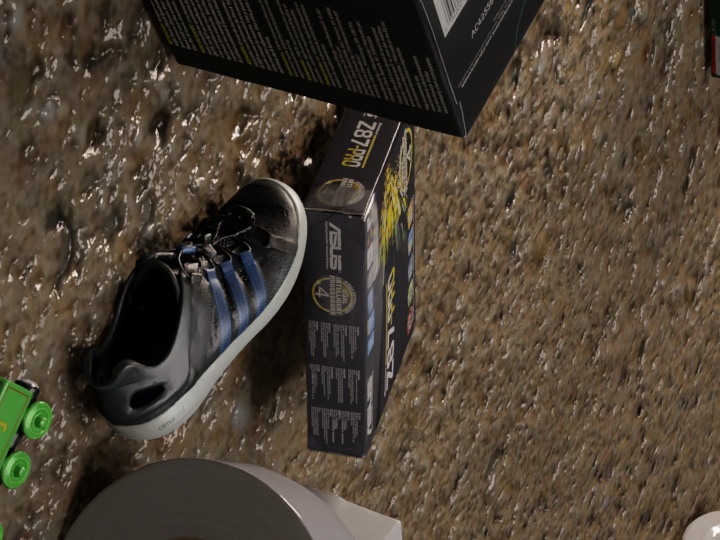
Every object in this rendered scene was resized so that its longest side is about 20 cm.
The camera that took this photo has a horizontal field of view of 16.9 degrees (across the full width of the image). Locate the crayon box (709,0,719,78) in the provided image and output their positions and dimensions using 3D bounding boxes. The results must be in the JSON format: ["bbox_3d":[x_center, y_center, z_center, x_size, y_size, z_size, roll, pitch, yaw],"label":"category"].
[{"bbox_3d":[0.382,-0.302,2.254,0.173,0.058,0.201,-52,147,-38],"label":"crayon box"}]

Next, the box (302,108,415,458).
[{"bbox_3d":[0.000,0.000,1.653,0.161,0.049,0.201,-65,159,-54],"label":"box"}]

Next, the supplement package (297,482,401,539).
[{"bbox_3d":[-0.067,0.254,1.641,0.200,0.121,0.120,-48,145,-40],"label":"supplement package"}]

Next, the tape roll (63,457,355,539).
[{"bbox_3d":[-0.093,0.215,1.474,0.066,0.200,0.201,17,91,-65],"label":"tape roll"}]

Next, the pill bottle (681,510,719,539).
[{"bbox_3d":[0.403,0.370,2.662,0.111,0.110,0.201,-46,144,-42],"label":"pill bottle"}]

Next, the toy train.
[{"bbox_3d":[-0.231,0.149,1.346,0.056,0.042,0.201,36,74,-53],"label":"toy train"}]

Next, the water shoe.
[{"bbox_3d":[-0.097,0.011,1.485,0.200,0.071,0.079,-60,147,-27],"label":"water shoe"}]

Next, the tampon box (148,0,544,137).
[{"bbox_3d":[-0.008,-0.189,1.387,0.150,0.199,0.126,-60,152,-26],"label":"tampon box"}]
